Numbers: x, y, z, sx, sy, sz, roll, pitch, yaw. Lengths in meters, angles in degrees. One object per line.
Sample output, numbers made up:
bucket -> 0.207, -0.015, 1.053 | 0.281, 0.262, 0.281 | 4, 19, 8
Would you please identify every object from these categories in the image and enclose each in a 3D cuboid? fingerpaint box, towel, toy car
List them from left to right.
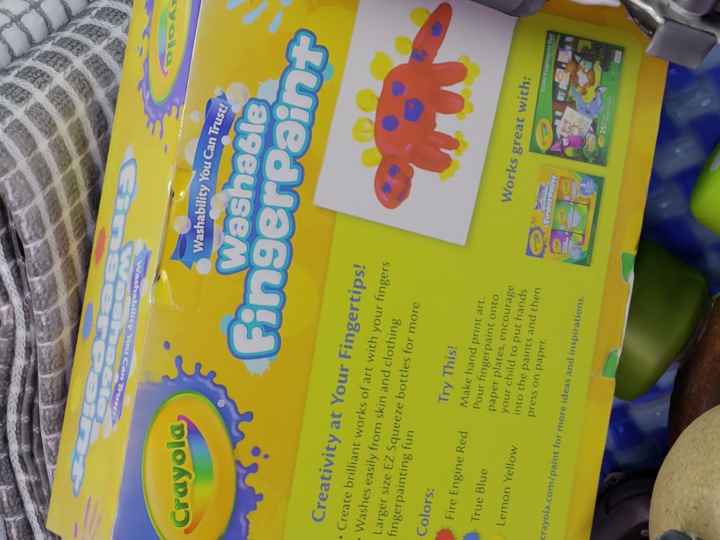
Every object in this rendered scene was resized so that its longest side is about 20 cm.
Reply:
towel -> -0.095, 0.003, 0.857 | 0.085, 0.166, 0.202 | 5, 121, 24
fingerpaint box -> 0.000, 0.000, 0.783 | 0.165, 0.073, 0.202 | 9, 90, -23
toy car -> 0.152, 0.069, 0.792 | 0.164, 0.200, 0.158 | 34, 126, -4

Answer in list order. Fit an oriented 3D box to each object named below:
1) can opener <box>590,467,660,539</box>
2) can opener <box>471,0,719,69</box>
can opener -> 0.079, 0.144, 0.955 | 0.063, 0.079, 0.200 | 30, 136, -11
can opener -> 0.049, -0.115, 0.728 | 0.199, 0.054, 0.067 | 16, 124, -29
